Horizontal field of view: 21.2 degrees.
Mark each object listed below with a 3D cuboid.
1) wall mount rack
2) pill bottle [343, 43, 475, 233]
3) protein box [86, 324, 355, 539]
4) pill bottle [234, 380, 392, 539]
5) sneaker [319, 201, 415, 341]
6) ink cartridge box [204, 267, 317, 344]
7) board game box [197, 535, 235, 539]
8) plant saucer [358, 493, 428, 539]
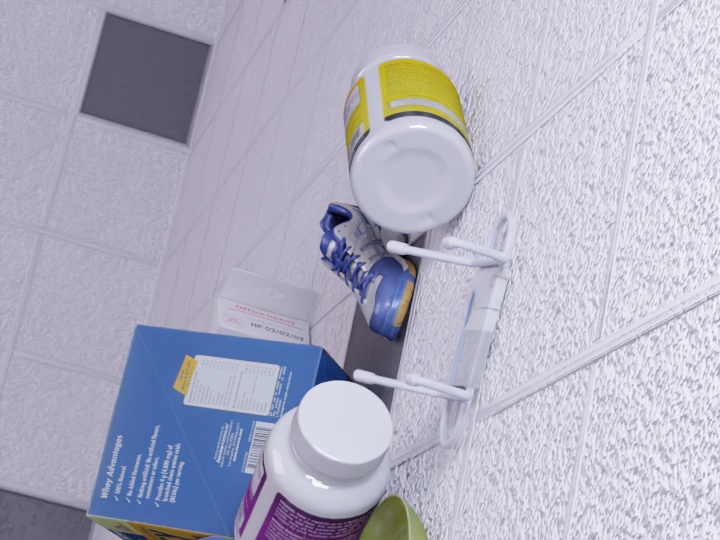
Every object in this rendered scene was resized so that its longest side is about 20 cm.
[{"bbox_3d":[0.061,0.040,1.580,0.174,0.074,0.201,170,116,-77],"label":"wall mount rack"},{"bbox_3d":[0.042,-0.129,1.789,0.200,0.114,0.115,-95,25,-59],"label":"pill bottle"},{"bbox_3d":[-0.131,0.175,1.874,0.135,0.199,0.199,53,-134,-63],"label":"protein box"},{"bbox_3d":[-0.037,0.184,1.664,0.200,0.112,0.113,114,166,-49],"label":"pill bottle"},{"bbox_3d":[0.000,0.000,1.875,0.200,0.088,0.076,-102,32,-62],"label":"sneaker"},{"bbox_3d":[-0.131,0.107,2.251,0.068,0.115,0.201,-96,25,-60],"label":"ink cartridge box"},{"bbox_3d":[-0.097,0.332,1.803,0.039,0.158,0.201,-28,-38,-49],"label":"board game box"},{"bbox_3d":[0.017,0.283,1.569,0.200,0.031,0.201,-164,90,-78],"label":"plant saucer"}]
